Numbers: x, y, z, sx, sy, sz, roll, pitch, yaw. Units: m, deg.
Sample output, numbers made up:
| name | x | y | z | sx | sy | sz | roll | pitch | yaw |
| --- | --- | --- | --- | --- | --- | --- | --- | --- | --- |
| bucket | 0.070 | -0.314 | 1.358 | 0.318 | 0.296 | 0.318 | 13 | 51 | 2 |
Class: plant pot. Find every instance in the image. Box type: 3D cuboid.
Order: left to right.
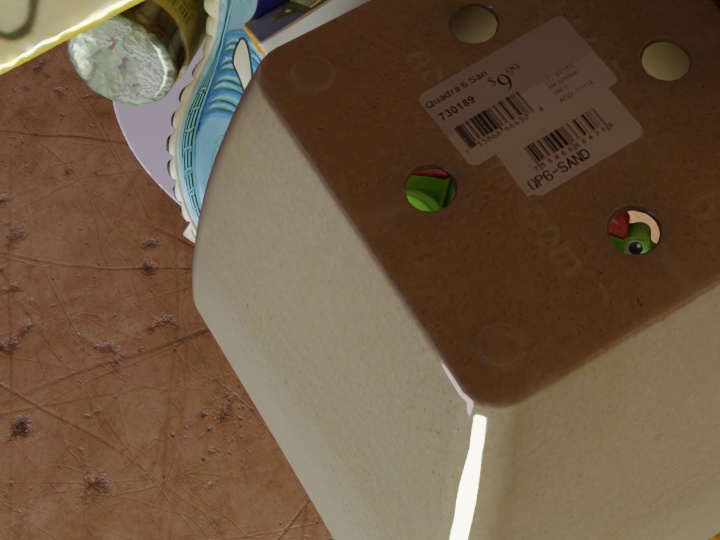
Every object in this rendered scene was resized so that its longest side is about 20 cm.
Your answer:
| name | x | y | z | sx | sy | sz | roll | pitch | yaw |
| --- | --- | --- | --- | --- | --- | --- | --- | --- | --- |
| plant pot | 0.059 | -0.003 | 0.482 | 0.201 | 0.199 | 0.177 | 57 | 168 | 23 |

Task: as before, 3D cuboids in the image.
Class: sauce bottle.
| name | x | y | z | sx | sy | sz | roll | pitch | yaw |
| --- | --- | --- | --- | --- | --- | --- | --- | --- | --- |
| sauce bottle | -0.097 | -0.173 | 0.781 | 0.065 | 0.064 | 0.201 | 58 | -143 | -32 |

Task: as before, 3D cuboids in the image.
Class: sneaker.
| name | x | y | z | sx | sy | sz | roll | pitch | yaw |
| --- | --- | --- | --- | --- | --- | --- | --- | --- | --- |
| sneaker | -0.041 | -0.090 | 0.709 | 0.090 | 0.078 | 0.202 | 19 | 110 | 42 |

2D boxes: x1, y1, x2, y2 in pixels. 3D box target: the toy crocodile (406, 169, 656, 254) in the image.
| name | x | y | z | sx | sy | sz | roll | pitch | yaw |
| --- | --- | --- | --- | --- | --- | --- | --- | --- | --- |
| toy crocodile | 0.066 | -0.020 | 0.623 | 0.199 | 0.062 | 0.067 | 19 | -164 | 13 |

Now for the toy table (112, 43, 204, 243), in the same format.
| name | x | y | z | sx | sy | sz | roll | pitch | yaw |
| --- | --- | --- | --- | --- | --- | --- | --- | --- | --- |
| toy table | -0.067 | -0.093 | 0.932 | 0.200 | 0.184 | 0.117 | 45 | -176 | -7 |

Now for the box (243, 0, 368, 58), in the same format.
| name | x | y | z | sx | sy | sz | roll | pitch | yaw |
| --- | --- | --- | --- | --- | --- | --- | --- | --- | --- |
| box | 0.032 | -0.083 | 0.675 | 0.201 | 0.119 | 0.042 | 58 | 178 | -32 |

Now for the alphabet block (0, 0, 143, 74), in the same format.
| name | x | y | z | sx | sy | sz | roll | pitch | yaw |
| --- | --- | --- | --- | --- | --- | --- | --- | --- | --- |
| alphabet block | -0.134 | -0.239 | 0.635 | 0.201 | 0.194 | 0.197 | 60 | -159 | -26 |

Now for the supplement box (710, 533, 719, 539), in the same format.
| name | x | y | z | sx | sy | sz | roll | pitch | yaw |
| --- | --- | --- | --- | --- | --- | --- | --- | --- | --- |
| supplement box | 0.227 | 0.177 | 0.725 | 0.201 | 0.069 | 0.067 | 56 | 177 | -7 |
